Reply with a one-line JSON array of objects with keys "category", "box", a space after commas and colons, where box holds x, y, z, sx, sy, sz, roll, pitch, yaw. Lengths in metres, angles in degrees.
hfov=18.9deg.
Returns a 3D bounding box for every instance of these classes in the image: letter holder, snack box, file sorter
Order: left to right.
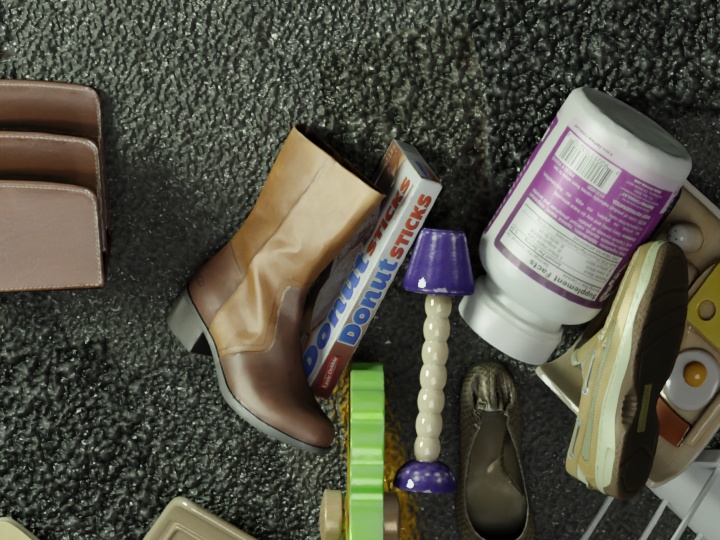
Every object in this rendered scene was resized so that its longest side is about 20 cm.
[{"category": "letter holder", "box": [-0.295, -0.065, 1.644, 0.198, 0.101, 0.144, -3, 110, -2]}, {"category": "snack box", "box": [0.000, 0.000, 1.699, 0.024, 0.072, 0.201, 18, 111, -28]}, {"category": "file sorter", "box": [0.289, 0.255, 1.759, 0.200, 0.138, 0.125, 44, 69, -17]}]

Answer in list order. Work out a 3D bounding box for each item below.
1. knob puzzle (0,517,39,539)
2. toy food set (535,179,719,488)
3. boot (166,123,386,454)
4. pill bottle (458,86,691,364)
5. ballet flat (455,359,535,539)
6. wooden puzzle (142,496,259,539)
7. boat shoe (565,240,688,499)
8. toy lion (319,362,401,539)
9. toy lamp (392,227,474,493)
[{"category": "knob puzzle", "box": [-0.306, 0.298, 1.820, 0.217, 0.030, 0.222, 2, 106, 7]}, {"category": "toy food set", "box": [0.242, 0.047, 1.695, 0.060, 0.144, 0.201, 8, 121, -55]}, {"category": "boot", "box": [-0.038, 0.017, 1.670, 0.068, 0.188, 0.201, 17, 116, -51]}, {"category": "pill bottle", "box": [0.161, -0.031, 1.675, 0.112, 0.112, 0.201, 27, 108, -13]}, {"category": "ballet flat", "box": [0.112, 0.171, 1.789, 0.067, 0.046, 0.202, -4, 112, -1]}, {"category": "wooden puzzle", "box": [-0.128, 0.299, 1.836, 0.184, 0.037, 0.201, 32, 113, -14]}, {"category": "boat shoe", "box": [0.195, 0.071, 1.660, 0.071, 0.076, 0.202, 6, 99, -50]}, {"category": "toy lion", "box": [0.003, 0.182, 1.713, 0.068, 0.201, 0.193, 1, 131, -2]}, {"category": "toy lamp", "box": [0.056, 0.068, 1.665, 0.058, 0.058, 0.202, 3, 92, -5]}]
